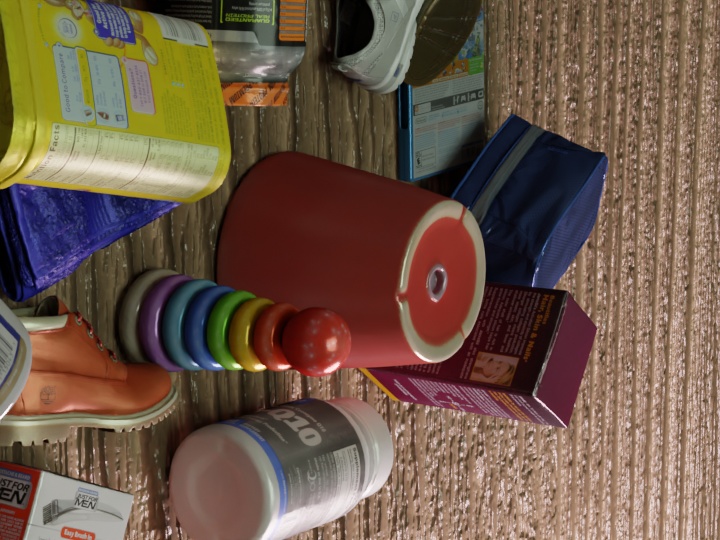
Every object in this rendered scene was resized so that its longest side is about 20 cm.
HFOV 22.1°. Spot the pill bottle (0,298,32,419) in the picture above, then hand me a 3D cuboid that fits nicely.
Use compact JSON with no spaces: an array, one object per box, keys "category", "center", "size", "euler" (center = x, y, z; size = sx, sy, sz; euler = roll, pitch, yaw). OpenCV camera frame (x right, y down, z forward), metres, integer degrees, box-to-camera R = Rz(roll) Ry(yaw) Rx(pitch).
[{"category":"pill bottle","center":[-0.314,0.020,1.206],"size":[0.120,0.119,0.200],"euler":[-62,141,-27]}]

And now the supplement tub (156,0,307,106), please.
[{"category":"supplement tub","center":[-0.102,-0.233,1.469],"size":[0.122,0.122,0.201],"euler":[-7,102,-55]}]

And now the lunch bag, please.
[{"category":"lunch bag","center":[0.150,-0.050,1.871],"size":[0.200,0.132,0.136],"euler":[-52,159,-35]}]

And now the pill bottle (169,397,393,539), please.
[{"category":"pill bottle","center":[-0.064,0.174,1.615],"size":[0.200,0.114,0.114],"euler":[-12,106,-55]}]

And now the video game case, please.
[{"category":"video game case","center":[0.081,-0.199,1.842],"size":[0.143,0.018,0.201],"euler":[-19,112,-53]}]

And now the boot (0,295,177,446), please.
[{"category":"boot","center":[-0.213,0.072,1.413],"size":[0.200,0.075,0.108],"euler":[-2,94,-55]}]

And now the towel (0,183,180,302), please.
[{"category":"towel","center":[-0.208,-0.079,1.408],"size":[0.200,0.049,0.148],"euler":[-37,127,-47]}]

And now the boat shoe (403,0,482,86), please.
[{"category":"boat shoe","center":[0.076,-0.274,1.743],"size":[0.074,0.066,0.200],"euler":[14,105,-48]}]

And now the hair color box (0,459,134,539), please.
[{"category":"hair color box","center":[-0.252,0.253,1.397],"size":[0.111,0.064,0.200],"euler":[27,76,-54]}]

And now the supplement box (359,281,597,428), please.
[{"category":"supplement box","center":[0.113,0.075,1.779],"size":[0.086,0.200,0.111],"euler":[45,59,-51]}]

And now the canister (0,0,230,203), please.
[{"category":"canister","center":[-0.196,-0.126,1.325],"size":[0.200,0.086,0.149],"euler":[6,67,-45]}]

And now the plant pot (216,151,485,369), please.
[{"category":"plant pot","center":[0.000,0.000,1.618],"size":[0.200,0.177,0.201],"euler":[-16,109,-53]}]

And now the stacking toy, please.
[{"category":"stacking toy","center":[-0.094,0.051,1.467],"size":[0.085,0.200,0.086],"euler":[-17,111,-54]}]

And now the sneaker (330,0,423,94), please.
[{"category":"sneaker","center":[0.019,-0.266,1.685],"size":[0.082,0.075,0.201],"euler":[11,86,-54]}]
